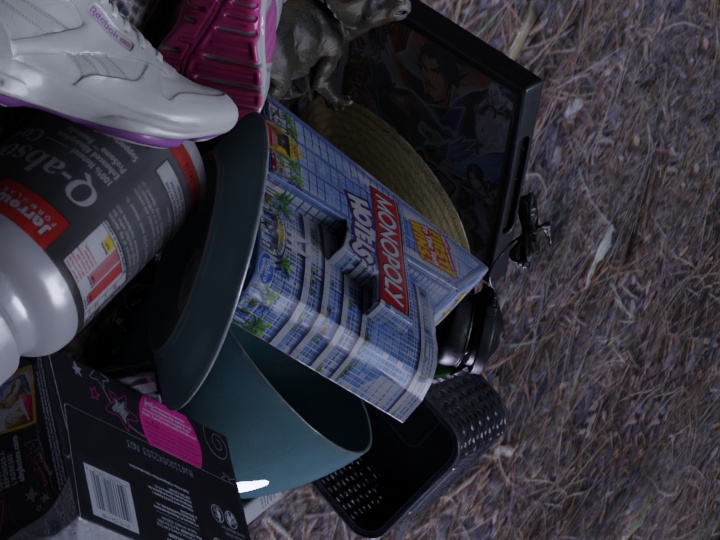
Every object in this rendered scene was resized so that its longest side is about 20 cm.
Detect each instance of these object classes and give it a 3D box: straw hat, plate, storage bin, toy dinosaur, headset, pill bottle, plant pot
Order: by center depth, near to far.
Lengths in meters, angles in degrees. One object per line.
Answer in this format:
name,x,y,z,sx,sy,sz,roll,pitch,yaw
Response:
pill bottle,-0.195,-0.020,1.359,0.200,0.116,0.116,-48,154,-34
plate,-0.105,-0.009,1.436,0.200,0.025,0.201,-163,-90,-74
toy dinosaur,-0.057,-0.157,1.596,0.200,0.077,0.103,-24,123,-34
plant pot,-0.105,0.089,1.628,0.135,0.200,0.200,-37,163,14
headset,0.059,0.016,1.643,0.200,0.123,0.094,-31,-140,42
straw hat,-0.006,-0.026,1.694,0.085,0.201,0.201,-38,150,-22
storage bin,0.003,0.097,1.791,0.135,0.200,0.094,-48,168,29

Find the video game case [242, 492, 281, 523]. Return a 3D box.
video game case,-0.170,0.195,1.627,0.200,0.143,0.018,-36,123,-49

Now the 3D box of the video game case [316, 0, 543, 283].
video game case,0.044,-0.113,1.679,0.025,0.200,0.181,-28,142,-37

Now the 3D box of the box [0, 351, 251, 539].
box,-0.172,0.158,1.432,0.114,0.133,0.200,-30,145,21

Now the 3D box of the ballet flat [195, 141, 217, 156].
ballet flat,-0.061,-0.010,1.578,0.073,0.200,0.073,-43,177,-3

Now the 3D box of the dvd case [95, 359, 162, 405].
dvd case,-0.200,0.135,1.524,0.148,0.016,0.200,-11,144,-3

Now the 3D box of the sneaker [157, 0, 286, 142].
sneaker,-0.082,-0.177,1.472,0.088,0.081,0.201,-59,165,-52

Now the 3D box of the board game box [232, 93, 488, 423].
board game box,0.000,0.000,1.494,0.062,0.199,0.200,-47,-153,25

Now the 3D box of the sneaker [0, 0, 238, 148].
sneaker,-0.153,-0.130,1.289,0.199,0.075,0.100,16,92,-30
